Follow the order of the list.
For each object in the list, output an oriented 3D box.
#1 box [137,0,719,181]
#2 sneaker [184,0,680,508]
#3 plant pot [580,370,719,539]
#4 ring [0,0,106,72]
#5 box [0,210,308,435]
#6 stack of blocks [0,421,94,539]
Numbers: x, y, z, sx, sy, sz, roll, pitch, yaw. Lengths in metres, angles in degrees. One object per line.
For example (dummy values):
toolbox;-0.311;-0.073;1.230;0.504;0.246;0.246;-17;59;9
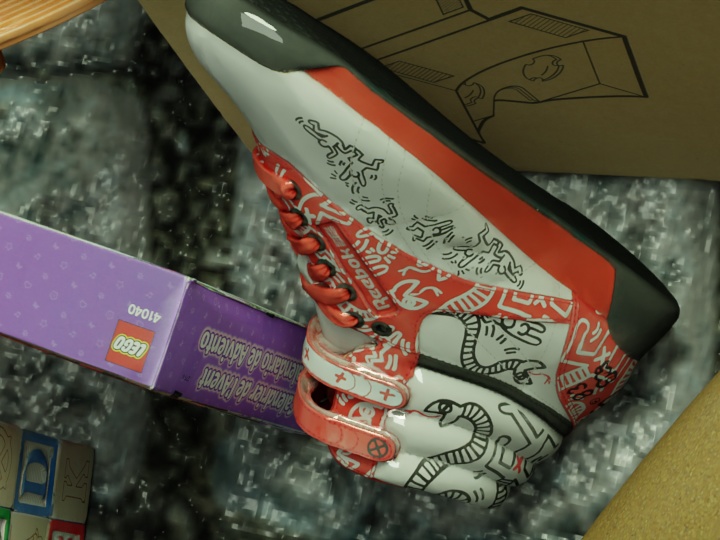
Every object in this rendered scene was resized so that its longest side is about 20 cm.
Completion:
box;0.033;-0.075;0.726;0.199;0.164;0.021;3;66;20
sneaker;0.001;0.001;0.718;0.108;0.201;0.067;-50;30;10
plant pot;0.143;0.099;0.657;0.200;0.186;0.187;-38;69;23
ring;-0.148;-0.098;0.800;0.200;0.201;0.019;-8;118;18
box;-0.120;0.002;0.777;0.199;0.137;0.039;18;87;22
stack of blocks;-0.151;0.151;0.771;0.058;0.115;0.201;2;81;20
